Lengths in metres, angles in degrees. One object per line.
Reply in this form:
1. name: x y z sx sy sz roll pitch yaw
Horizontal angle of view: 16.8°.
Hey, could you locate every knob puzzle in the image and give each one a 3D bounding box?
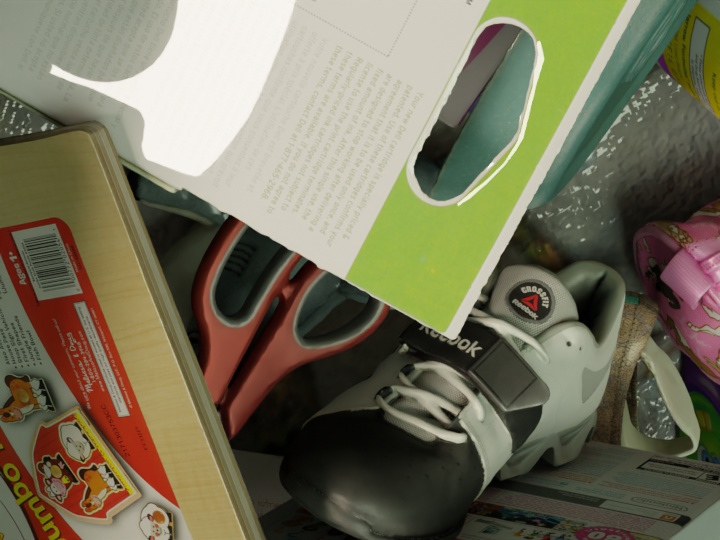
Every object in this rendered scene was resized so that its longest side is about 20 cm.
1. knob puzzle: -0.129 0.043 0.864 0.030 0.219 0.221 -39 145 -50

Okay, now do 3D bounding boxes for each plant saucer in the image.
1. plant saucer: 0.093 -0.093 0.865 0.200 0.036 0.200 -54 174 -9

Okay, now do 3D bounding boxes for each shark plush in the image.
1. shark plush: 0.000 0.000 0.947 0.199 0.083 0.091 -13 127 -22

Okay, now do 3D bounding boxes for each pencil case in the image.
1. pencil case: 0.212 -0.028 1.046 0.199 0.083 0.087 -31 121 -12

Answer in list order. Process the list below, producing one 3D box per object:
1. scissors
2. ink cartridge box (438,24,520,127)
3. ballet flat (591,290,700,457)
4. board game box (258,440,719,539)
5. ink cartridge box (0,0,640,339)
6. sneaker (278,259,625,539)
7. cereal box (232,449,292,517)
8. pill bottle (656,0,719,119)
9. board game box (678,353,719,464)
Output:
1. scissors: -0.063 0.056 0.884 0.073 0.014 0.200 40 86 -27
2. ink cartridge box: 0.053 -0.154 0.899 0.199 0.043 0.197 24 107 -38
3. ballet flat: 0.118 0.088 1.081 0.067 0.068 0.201 -2 132 14
4. board game box: 0.051 0.120 0.944 0.200 0.147 0.065 -21 116 -59
5. ink cartridge box: -0.018 -0.092 0.799 0.199 0.076 0.148 30 110 4
6. sneaker: 0.040 0.040 0.927 0.200 0.074 0.089 -26 142 -57
7. cereal box: -0.050 0.171 0.977 0.143 0.201 0.039 11 155 -36
8. pill bottle: 0.198 -0.073 0.928 0.104 0.200 0.105 -19 133 -22
9. board game box: 0.214 0.107 1.134 0.104 0.103 0.201 -16 128 -20
